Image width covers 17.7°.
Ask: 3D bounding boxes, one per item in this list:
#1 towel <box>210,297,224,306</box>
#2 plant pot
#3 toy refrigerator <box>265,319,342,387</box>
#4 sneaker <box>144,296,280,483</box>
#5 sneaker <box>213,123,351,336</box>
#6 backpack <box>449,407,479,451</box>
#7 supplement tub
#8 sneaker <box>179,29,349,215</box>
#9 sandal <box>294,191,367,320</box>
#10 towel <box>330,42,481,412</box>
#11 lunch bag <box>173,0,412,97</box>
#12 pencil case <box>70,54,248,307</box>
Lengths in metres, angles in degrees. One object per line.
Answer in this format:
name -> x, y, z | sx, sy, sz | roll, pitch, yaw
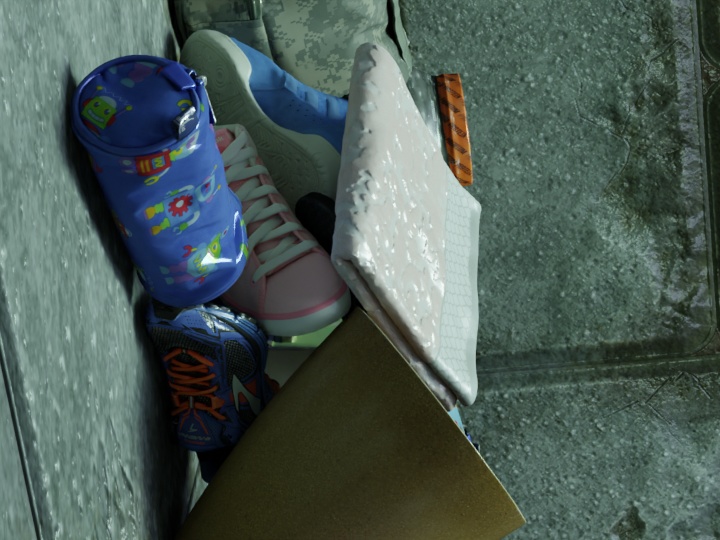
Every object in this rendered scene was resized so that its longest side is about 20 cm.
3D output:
towel -> -0.088, 0.045, 1.829 | 0.200, 0.049, 0.148 | -67, 151, -78
plant pot -> -0.022, 0.157, 1.561 | 0.187, 0.200, 0.186 | 52, -4, 5
toy refrigerator -> -0.031, 0.061, 1.829 | 0.200, 0.076, 0.070 | -69, 160, -74
sneaker -> -0.100, 0.084, 1.582 | 0.200, 0.075, 0.079 | 63, 42, -52
sneaker -> -0.082, -0.035, 1.597 | 0.200, 0.075, 0.105 | 41, -26, 50
backpack -> 0.015, 0.192, 1.867 | 0.182, 0.134, 0.201 | -29, 107, -47
supplement tub -> -0.009, -0.107, 1.955 | 0.123, 0.199, 0.123 | -8, 90, -90
sneaker -> -0.045, -0.112, 1.722 | 0.200, 0.111, 0.077 | 43, -56, 34
sandal -> 0.000, 0.000, 1.651 | 0.075, 0.045, 0.200 | 51, -10, 33
towel -> 0.036, -0.030, 1.622 | 0.191, 0.032, 0.200 | 55, 29, -41
lunch bag -> -0.051, -0.207, 1.835 | 0.200, 0.167, 0.140 | 77, 10, -55
pencil case -> -0.120, -0.057, 1.438 | 0.078, 0.087, 0.200 | 55, -11, 29
